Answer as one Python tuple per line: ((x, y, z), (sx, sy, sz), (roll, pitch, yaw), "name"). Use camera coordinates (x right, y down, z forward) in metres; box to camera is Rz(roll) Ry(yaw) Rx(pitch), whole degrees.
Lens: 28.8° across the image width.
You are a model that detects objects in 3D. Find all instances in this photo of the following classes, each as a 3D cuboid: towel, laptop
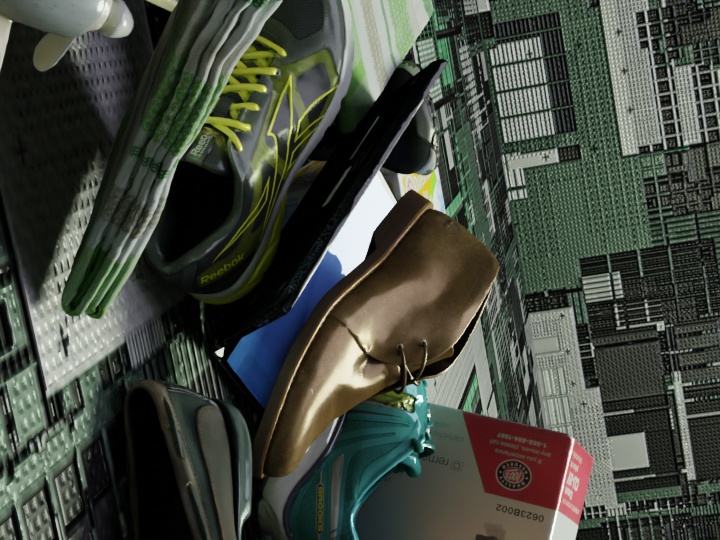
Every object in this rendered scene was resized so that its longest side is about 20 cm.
((-0.071, -0.090, 0.606), (0.201, 0.030, 0.150), (-57, -163, 37), "towel")
((-0.003, -0.189, 0.858), (0.200, 0.030, 0.151), (-60, 141, -56), "towel")
((0.000, 0.000, 0.832), (0.178, 0.103, 0.200), (-58, -167, -23), "laptop")

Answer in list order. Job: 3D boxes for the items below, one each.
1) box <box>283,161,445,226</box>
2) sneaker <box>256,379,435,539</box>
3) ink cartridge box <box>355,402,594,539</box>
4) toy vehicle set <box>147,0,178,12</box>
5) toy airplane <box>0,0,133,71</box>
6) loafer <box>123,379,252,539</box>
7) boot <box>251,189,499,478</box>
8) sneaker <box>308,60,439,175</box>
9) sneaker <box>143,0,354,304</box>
((0.005, -0.028, 1.065), (0.200, 0.100, 0.114), (-53, 133, -74), "box")
((0.013, 0.091, 0.870), (0.201, 0.079, 0.078), (-61, 168, -15), "sneaker")
((0.055, 0.195, 0.904), (0.083, 0.143, 0.203), (43, 60, -66), "ink cartridge box")
((-0.062, -0.222, 0.676), (0.026, 0.201, 0.124), (42, 15, 26), "toy vehicle set")
((-0.115, -0.181, 0.505), (0.199, 0.139, 0.203), (-54, 142, -60), "toy airplane")
((-0.085, 0.144, 0.643), (0.063, 0.071, 0.202), (37, 35, -45), "loafer")
((0.010, 0.042, 0.765), (0.201, 0.075, 0.074), (-53, 170, -33), "boot")
((-0.012, -0.095, 0.950), (0.200, 0.086, 0.077), (-158, -124, -71), "sneaker")
((-0.058, -0.077, 0.738), (0.085, 0.074, 0.203), (0, 106, -75), "sneaker")
